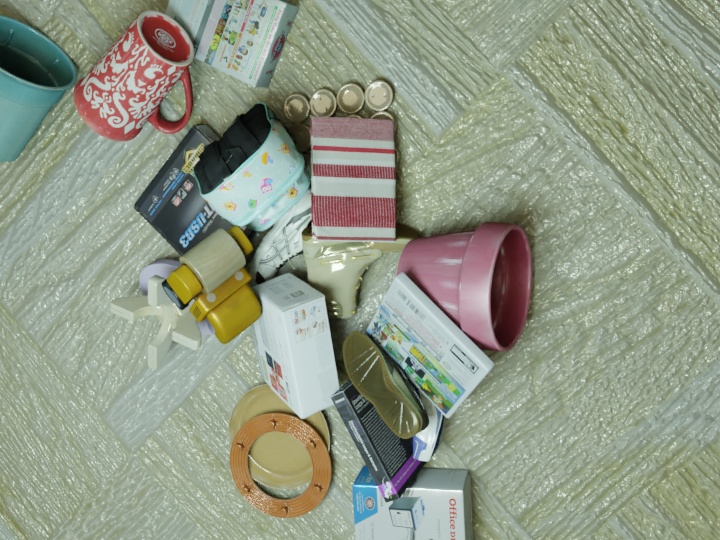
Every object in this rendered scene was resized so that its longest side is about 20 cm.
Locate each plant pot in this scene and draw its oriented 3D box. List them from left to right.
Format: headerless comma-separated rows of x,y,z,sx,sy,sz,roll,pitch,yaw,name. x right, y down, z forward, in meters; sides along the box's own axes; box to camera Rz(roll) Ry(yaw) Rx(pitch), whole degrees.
-0.635,-0.310,1.494,0.200,0.200,0.197,42,115,4,plant pot
-0.147,0.301,1.556,0.197,0.027,0.204,3,101,15,plant pot
0.160,0.019,1.348,0.177,0.199,0.204,6,102,30,plant pot

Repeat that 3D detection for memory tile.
-0.033,-0.235,1.433,0.197,0.017,0.156,-5,99,16,memory tile

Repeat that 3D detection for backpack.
-0.170,-0.155,1.350,0.175,0.200,0.154,-39,110,4,backpack

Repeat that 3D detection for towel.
-0.011,-0.147,1.368,0.142,0.023,0.204,0,85,-16,towel

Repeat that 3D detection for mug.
-0.360,-0.328,1.429,0.199,0.176,0.135,-36,67,37,mug

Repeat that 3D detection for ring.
-0.149,0.358,1.543,0.197,0.019,0.204,3,102,15,ring

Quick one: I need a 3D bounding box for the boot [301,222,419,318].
0.000,0.000,1.438,0.197,0.073,0.158,-3,114,-7,boot

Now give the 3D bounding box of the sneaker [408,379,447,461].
0.093,0.214,1.456,0.113,0.080,0.203,9,95,17,sneaker

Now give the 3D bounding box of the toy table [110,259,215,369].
-0.336,0.071,1.495,0.197,0.117,0.186,10,120,24,toy table

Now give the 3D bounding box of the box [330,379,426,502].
0.036,0.269,1.440,0.036,0.143,0.202,-25,93,30,box

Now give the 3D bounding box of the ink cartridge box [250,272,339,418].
-0.119,0.118,1.445,0.083,0.175,0.203,-20,116,-25,ink cartridge box

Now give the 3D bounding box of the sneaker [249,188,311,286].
-0.121,-0.045,1.461,0.087,0.076,0.202,30,109,3,sneaker

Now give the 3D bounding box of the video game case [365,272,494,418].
0.103,0.122,1.337,0.200,0.022,0.183,45,146,13,video game case

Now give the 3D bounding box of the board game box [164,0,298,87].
-0.224,-0.418,1.425,0.198,0.064,0.149,28,107,10,board game box

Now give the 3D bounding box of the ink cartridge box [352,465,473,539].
0.093,0.431,1.487,0.197,0.086,0.149,-1,100,16,ink cartridge box

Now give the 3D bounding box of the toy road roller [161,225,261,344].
-0.221,0.031,1.352,0.123,0.200,0.147,-39,92,-22,toy road roller

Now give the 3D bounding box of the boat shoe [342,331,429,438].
0.041,0.188,1.396,0.073,0.065,0.201,-42,66,21,boat shoe

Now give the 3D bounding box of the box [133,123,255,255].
-0.273,-0.119,1.501,0.199,0.050,0.200,45,108,4,box
